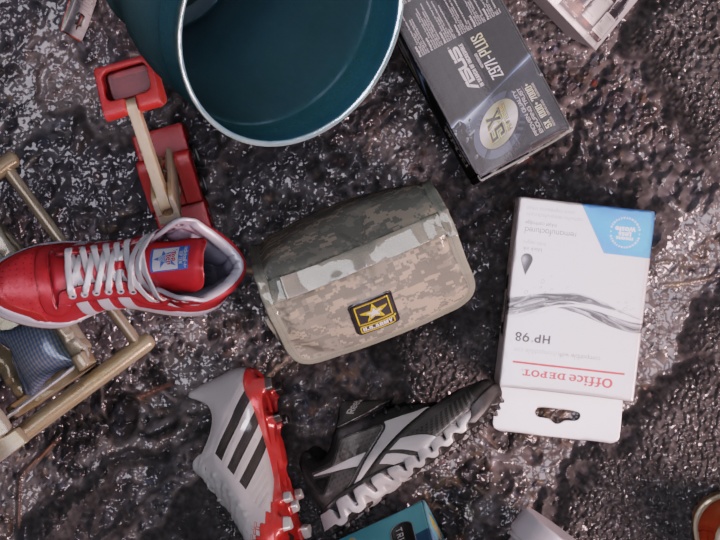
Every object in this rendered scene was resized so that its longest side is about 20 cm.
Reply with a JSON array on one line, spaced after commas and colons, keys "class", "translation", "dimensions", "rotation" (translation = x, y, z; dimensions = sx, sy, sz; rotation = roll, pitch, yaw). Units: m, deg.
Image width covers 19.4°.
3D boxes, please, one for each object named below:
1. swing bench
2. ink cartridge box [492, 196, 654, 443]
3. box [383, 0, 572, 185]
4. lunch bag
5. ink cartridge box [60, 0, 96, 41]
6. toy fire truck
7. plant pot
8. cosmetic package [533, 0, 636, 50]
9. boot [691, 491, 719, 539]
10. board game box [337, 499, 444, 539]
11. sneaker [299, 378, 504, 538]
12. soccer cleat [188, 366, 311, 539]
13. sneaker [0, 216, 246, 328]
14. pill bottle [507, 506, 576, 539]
[{"class": "swing bench", "translation": [-0.314, 0.049, 1.702], "dimensions": [0.200, 0.130, 0.199], "rotation": [-38, 92, -30]}, {"class": "ink cartridge box", "translation": [0.176, 0.043, 1.761], "dimensions": [0.116, 0.067, 0.200], "rotation": [6, 91, 0]}, {"class": "box", "translation": [0.084, -0.176, 1.711], "dimensions": [0.086, 0.164, 0.200], "rotation": [-28, 91, 1]}, {"class": "lunch bag", "translation": [0.000, 0.000, 1.698], "dimensions": [0.164, 0.200, 0.118], "rotation": [-21, 90, 1]}, {"class": "ink cartridge box", "translation": [-0.230, -0.295, 1.742], "dimensions": [0.050, 0.109, 0.200], "rotation": [18, 91, 1]}, {"class": "toy fire truck", "translation": [-0.159, -0.073, 1.728], "dimensions": [0.049, 0.141, 0.200], "rotation": [-16, 91, 3]}, {"class": "plant pot", "translation": [-0.100, -0.219, 1.624], "dimensions": [0.200, 0.188, 0.200], "rotation": [-17, 121, -30]}, {"class": "cosmetic package", "translation": [0.150, -0.273, 1.712], "dimensions": [0.200, 0.051, 0.083], "rotation": [39, 89, -36]}, {"class": "boot", "translation": [0.333, 0.285, 1.745], "dimensions": [0.075, 0.107, 0.200], "rotation": [-24, 92, 0]}, {"class": "board game box", "translation": [-0.019, 0.284, 1.720], "dimensions": [0.200, 0.151, 0.047], "rotation": [-25, 116, 5]}, {"class": "sneaker", "translation": [0.025, 0.135, 1.751], "dimensions": [0.200, 0.066, 0.091], "rotation": [-38, 81, 22]}, {"class": "soccer cleat", "translation": [-0.096, 0.179, 1.759], "dimensions": [0.085, 0.069, 0.200], "rotation": [-13, 73, 14]}, {"class": "sneaker", "translation": [-0.187, 0.002, 1.635], "dimensions": [0.200, 0.112, 0.071], "rotation": [-3, 80, -20]}, {"class": "pill bottle", "translation": [0.112, 0.301, 1.745], "dimensions": [0.112, 0.112, 0.200], "rotation": [36, 91, 0]}]
